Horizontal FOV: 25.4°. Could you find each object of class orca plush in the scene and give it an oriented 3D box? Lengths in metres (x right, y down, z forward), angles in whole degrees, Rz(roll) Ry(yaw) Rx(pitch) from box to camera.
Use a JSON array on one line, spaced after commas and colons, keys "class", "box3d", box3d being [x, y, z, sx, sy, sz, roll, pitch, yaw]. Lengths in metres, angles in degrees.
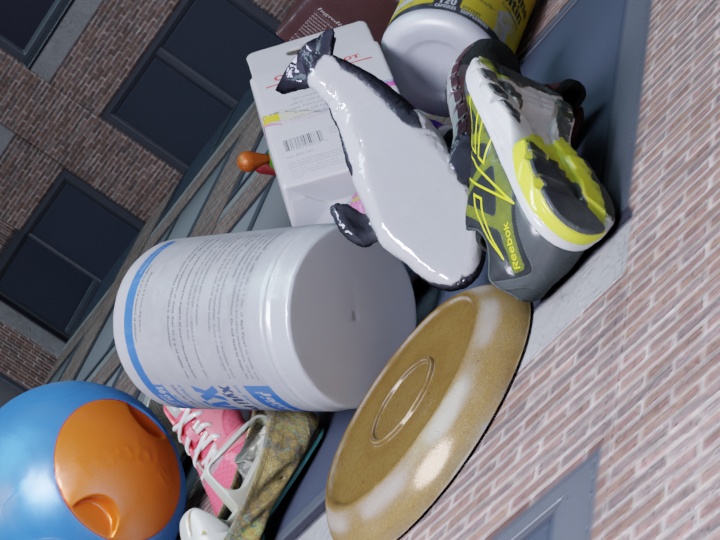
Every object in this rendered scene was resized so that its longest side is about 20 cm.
[{"class": "orca plush", "box3d": [0.018, -0.063, 1.078, 0.105, 0.200, 0.071, -48, -17, -5]}]

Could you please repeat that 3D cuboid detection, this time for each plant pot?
[{"class": "plant pot", "box3d": [0.034, 0.087, 0.996, 0.200, 0.027, 0.200, -52, 13, 17]}]

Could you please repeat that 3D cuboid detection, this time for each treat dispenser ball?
[{"class": "treat dispenser ball", "box3d": [-0.255, 0.199, 1.422, 0.201, 0.200, 0.201, -52, 12, 16]}]

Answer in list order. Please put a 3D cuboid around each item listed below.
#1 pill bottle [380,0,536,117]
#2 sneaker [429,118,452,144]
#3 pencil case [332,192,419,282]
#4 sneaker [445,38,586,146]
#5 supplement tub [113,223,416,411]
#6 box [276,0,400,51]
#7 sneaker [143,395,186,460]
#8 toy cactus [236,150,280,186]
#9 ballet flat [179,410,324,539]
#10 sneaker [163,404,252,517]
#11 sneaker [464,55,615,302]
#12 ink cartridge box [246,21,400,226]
[{"class": "pill bottle", "box3d": [0.096, -0.237, 1.422, 0.112, 0.112, 0.200, -43, 18, 46]}, {"class": "sneaker", "box3d": [0.026, -0.110, 1.428, 0.081, 0.083, 0.200, -57, 14, -5]}, {"class": "pencil case", "box3d": [0.000, 0.000, 1.235, 0.200, 0.083, 0.091, -49, 25, 30]}, {"class": "sneaker", "box3d": [0.118, -0.115, 1.132, 0.115, 0.075, 0.201, -39, 30, 39]}, {"class": "supplement tub", "box3d": [-0.073, 0.036, 1.154, 0.199, 0.132, 0.132, -3, 49, 46]}, {"class": "box", "box3d": [0.046, -0.288, 1.633, 0.166, 0.164, 0.200, -60, 13, -23]}, {"class": "sneaker", "box3d": [-0.212, 0.178, 1.617, 0.084, 0.075, 0.200, -37, 22, 45]}, {"class": "toy cactus", "box3d": [-0.045, -0.047, 1.472, 0.102, 0.200, 0.166, -26, -37, -27]}, {"class": "ballet flat", "box3d": [-0.094, 0.177, 1.172, 0.071, 0.071, 0.201, -36, 23, 58]}, {"class": "sneaker", "box3d": [-0.125, 0.129, 1.291, 0.074, 0.087, 0.201, -51, 33, 25]}, {"class": "sneaker", "box3d": [0.090, -0.060, 0.989, 0.085, 0.074, 0.200, -57, 25, 28]}, {"class": "ink cartridge box", "box3d": [-0.021, -0.118, 1.324, 0.116, 0.068, 0.200, -16, 42, -2]}]
